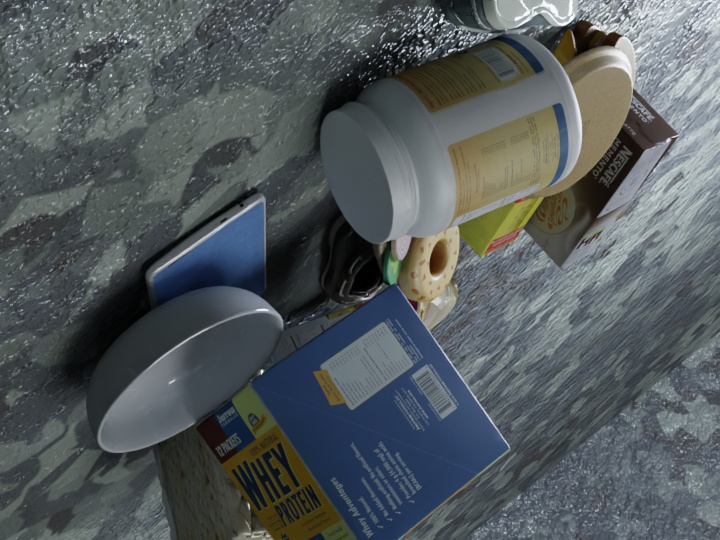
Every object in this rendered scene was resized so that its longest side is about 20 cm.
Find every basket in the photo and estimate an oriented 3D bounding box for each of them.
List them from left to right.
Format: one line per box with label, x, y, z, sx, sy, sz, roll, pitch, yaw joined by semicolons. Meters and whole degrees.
basket;-0.091;0.221;1.656;0.197;0.201;0.161;-1;148;-26

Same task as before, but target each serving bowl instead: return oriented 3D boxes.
serving bowl;-0.169;0.078;1.449;0.200;0.066;0.200;-33;161;-13

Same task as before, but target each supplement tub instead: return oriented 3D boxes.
supplement tub;0.079;-0.115;1.413;0.199;0.145;0.145;-22;155;-23

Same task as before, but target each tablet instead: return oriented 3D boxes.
tablet;-0.140;0.009;1.476;0.130;0.014;0.200;-36;161;-18

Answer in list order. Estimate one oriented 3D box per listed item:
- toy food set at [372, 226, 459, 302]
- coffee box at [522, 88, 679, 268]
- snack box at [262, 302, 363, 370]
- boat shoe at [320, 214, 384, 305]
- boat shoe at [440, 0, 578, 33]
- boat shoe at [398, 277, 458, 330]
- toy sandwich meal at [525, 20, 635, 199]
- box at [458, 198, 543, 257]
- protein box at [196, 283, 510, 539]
toy food set;0.073;-0.072;1.573;0.201;0.048;0.198;-63;157;-5
coffee box;0.265;-0.116;1.858;0.080;0.114;0.200;-23;155;-43
snack box;-0.063;0.123;1.783;0.141;0.053;0.200;-18;154;-18
boat shoe;0.000;0.000;1.670;0.067;0.057;0.200;-37;161;-15
boat shoe;0.137;-0.248;1.423;0.061;0.073;0.200;-2;-167;31
boat shoe;0.038;0.071;1.904;0.069;0.074;0.200;-6;141;-41
toy sandwich meal;0.208;-0.168;1.662;0.205;0.070;0.206;-33;147;-25
box;0.185;-0.106;1.820;0.075;0.050;0.200;-24;155;-45
protein box;-0.007;0.160;1.525;0.200;0.199;0.135;-33;176;-35
